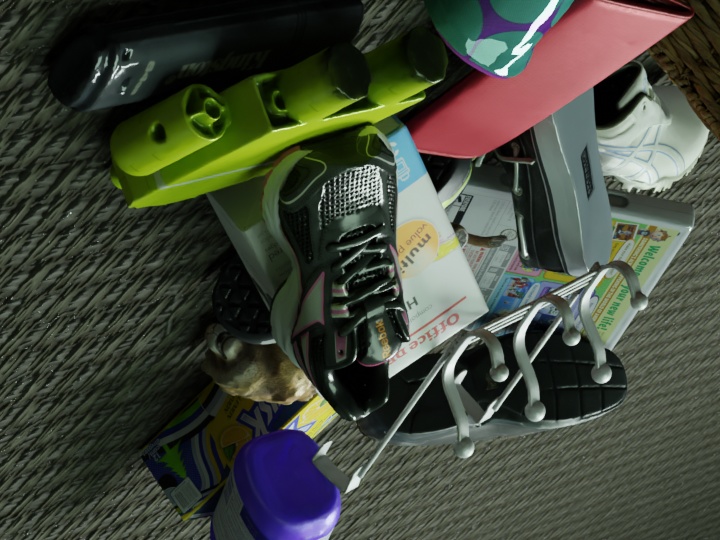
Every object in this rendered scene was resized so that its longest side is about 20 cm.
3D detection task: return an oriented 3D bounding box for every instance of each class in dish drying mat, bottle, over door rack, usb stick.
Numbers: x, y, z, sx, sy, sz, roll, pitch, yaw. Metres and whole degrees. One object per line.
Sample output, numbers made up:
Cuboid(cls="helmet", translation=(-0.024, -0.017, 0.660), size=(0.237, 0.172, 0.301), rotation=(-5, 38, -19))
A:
Cuboid(cls="dish drying mat", translation=(0.103, -0.115, 1.514), size=(0.077, 0.018, 0.200), rotation=(8, 153, -33))
Cuboid(cls="bottle", translation=(-0.067, 0.188, 1.811), size=(0.065, 0.084, 0.200), rotation=(-16, 153, -23))
Cuboid(cls="over door rack", translation=(0.082, 0.078, 1.647), size=(0.148, 0.067, 0.200), rotation=(-23, 167, -41))
Cuboid(cls="usb stick", translation=(-0.075, -0.115, 1.327), size=(0.200, 0.033, 0.055), rotation=(-15, 158, -47))

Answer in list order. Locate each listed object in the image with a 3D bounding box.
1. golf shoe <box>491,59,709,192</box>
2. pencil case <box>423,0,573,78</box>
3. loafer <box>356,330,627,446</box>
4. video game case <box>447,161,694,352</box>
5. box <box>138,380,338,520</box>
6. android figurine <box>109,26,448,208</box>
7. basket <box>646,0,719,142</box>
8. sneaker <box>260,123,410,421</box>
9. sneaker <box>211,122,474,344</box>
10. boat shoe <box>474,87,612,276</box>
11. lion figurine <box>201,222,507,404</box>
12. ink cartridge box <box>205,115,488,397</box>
Cuboid(cls="golf shoe", translation=(0.186, -0.105, 1.777), size=(0.200, 0.078, 0.097), rotation=(-20, 150, -44))
Cuboid(cls="pencil case", translation=(0.116, -0.200, 1.385), size=(0.200, 0.085, 0.092), rotation=(-46, 161, 26))
Cuboid(cls="loafer", translation=(0.091, 0.087, 1.841), size=(0.199, 0.073, 0.072), rotation=(-2, 164, -18))
Cuboid(cls="video game case", translation=(0.113, -0.007, 1.782), size=(0.181, 0.022, 0.200), rotation=(11, 150, -8))
Cuboid(cls="box", translation=(-0.060, 0.090, 1.821), size=(0.200, 0.064, 0.070), rotation=(-43, 161, 22))
Cuboid(cls="android figurine", translation=(-0.052, -0.079, 1.365), size=(0.182, 0.041, 0.200), rotation=(-17, 177, -45))
Cuboid(cls="basket", translation=(0.262, -0.148, 1.592), size=(0.149, 0.200, 0.143), rotation=(-40, 161, 10))
Cuboid(cls="sneaker", translation=(-0.001, 0.006, 1.421), size=(0.080, 0.086, 0.200), rotation=(-22, 145, -14))
Cuboid(cls="sneaker", translation=(-0.002, -0.017, 1.648), size=(0.200, 0.072, 0.083), rotation=(-36, 165, 1))
Cuboid(cls="boat shoe", translation=(0.111, -0.084, 1.633), size=(0.074, 0.068, 0.200), rotation=(-61, 146, -42))
Cuboid(cls="lion figurine", translation=(-0.006, 0.024, 1.708), size=(0.200, 0.122, 0.073), rotation=(-37, 120, -16))
Cuboid(cls="ink cartridge box", translation=(0.000, 0.000, 1.551), size=(0.115, 0.068, 0.200), rotation=(-33, 131, -8))
